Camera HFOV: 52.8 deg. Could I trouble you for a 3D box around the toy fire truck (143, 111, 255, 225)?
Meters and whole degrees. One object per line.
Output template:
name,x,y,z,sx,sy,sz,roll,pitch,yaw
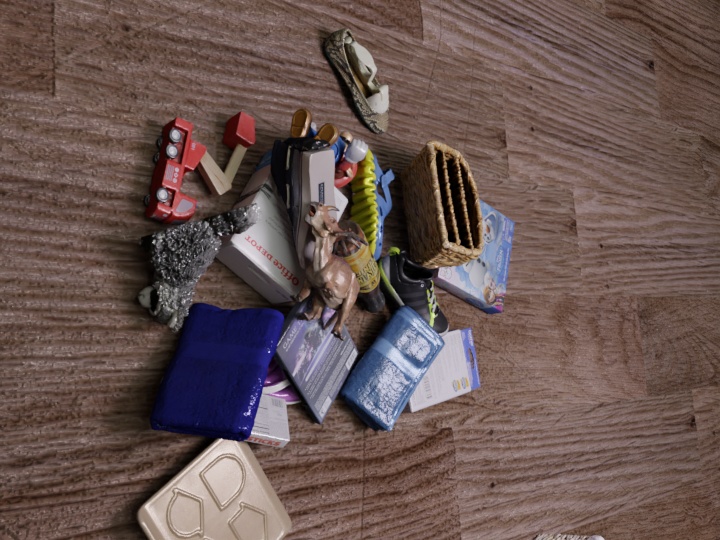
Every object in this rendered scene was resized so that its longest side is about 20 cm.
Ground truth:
toy fire truck,-0.237,-0.156,1.090,0.139,0.048,0.206,20,70,-37

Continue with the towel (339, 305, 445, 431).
towel,0.056,0.167,1.251,0.111,0.048,0.202,42,70,-12

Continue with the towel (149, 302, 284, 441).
towel,-0.193,0.138,1.004,0.050,0.143,0.203,84,14,-47

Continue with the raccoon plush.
raccoon plush,-0.218,0.000,1.006,0.097,0.195,0.138,-46,120,-80

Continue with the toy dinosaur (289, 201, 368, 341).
toy dinosaur,-0.035,0.010,1.072,0.137,0.084,0.203,-60,151,-32

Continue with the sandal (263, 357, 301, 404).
sandal,-0.141,0.155,1.116,0.200,0.049,0.085,25,68,-36

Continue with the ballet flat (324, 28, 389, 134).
ballet flat,0.008,-0.343,1.315,0.068,0.074,0.203,-45,111,-36

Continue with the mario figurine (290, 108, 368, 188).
mario figurine,-0.046,-0.214,1.192,0.126,0.104,0.200,67,8,13

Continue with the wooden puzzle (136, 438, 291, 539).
wooden puzzle,-0.206,0.353,1.032,0.199,0.046,0.189,-40,108,-43

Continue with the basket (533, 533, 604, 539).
basket,0.390,0.645,1.410,0.197,0.159,0.203,-23,97,-39

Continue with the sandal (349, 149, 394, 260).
sandal,0.025,-0.115,1.291,0.086,0.078,0.207,10,78,-42

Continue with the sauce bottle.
sauce bottle,0.000,0.000,1.208,0.067,0.064,0.201,-67,151,-26

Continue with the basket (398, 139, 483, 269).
basket,0.168,-0.118,1.330,0.139,0.149,0.206,-2,75,-20

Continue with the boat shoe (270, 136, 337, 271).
boat shoe,-0.088,-0.104,1.091,0.074,0.091,0.206,-18,122,-44

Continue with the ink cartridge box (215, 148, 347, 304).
ink cartridge box,-0.126,-0.073,1.146,0.146,0.085,0.203,42,60,-27

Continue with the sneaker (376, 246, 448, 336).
sneaker,0.106,0.042,1.307,0.200,0.082,0.073,45,35,-20

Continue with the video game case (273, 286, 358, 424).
video game case,-0.068,0.128,1.152,0.144,0.019,0.202,-58,142,-32

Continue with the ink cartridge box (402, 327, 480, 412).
ink cartridge box,0.142,0.182,1.359,0.196,0.042,0.123,-9,87,-38

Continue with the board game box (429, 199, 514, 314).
board game box,0.226,-0.042,1.468,0.196,0.043,0.205,25,67,-33

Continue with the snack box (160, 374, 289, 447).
snack box,-0.193,0.203,1.051,0.196,0.024,0.073,20,41,-32
